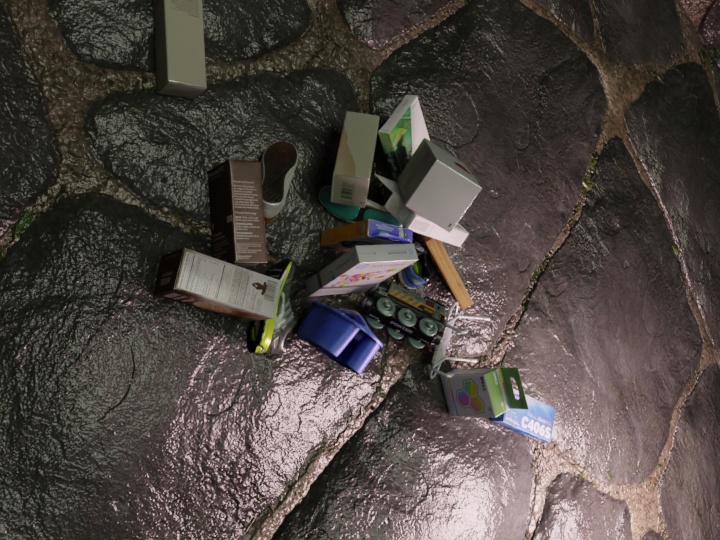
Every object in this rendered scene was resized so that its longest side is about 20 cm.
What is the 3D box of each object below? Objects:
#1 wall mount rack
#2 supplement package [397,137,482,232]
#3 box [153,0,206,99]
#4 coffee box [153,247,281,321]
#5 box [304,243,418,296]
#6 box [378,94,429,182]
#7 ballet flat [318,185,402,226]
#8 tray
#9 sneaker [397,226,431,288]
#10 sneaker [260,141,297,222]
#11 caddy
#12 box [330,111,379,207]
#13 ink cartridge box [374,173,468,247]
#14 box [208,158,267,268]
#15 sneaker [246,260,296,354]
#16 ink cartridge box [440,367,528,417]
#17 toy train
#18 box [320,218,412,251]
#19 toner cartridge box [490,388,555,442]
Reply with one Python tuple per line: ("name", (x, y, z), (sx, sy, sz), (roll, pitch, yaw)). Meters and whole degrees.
("wall mount rack", (0.235, 0.172, 1.550), (0.174, 0.074, 0.200), (-16, 125, -61))
("supplement package", (0.168, -0.190, 1.422), (0.121, 0.200, 0.120), (29, 110, -15))
("box", (-0.348, -0.440, 1.251), (0.082, 0.068, 0.201), (2, 82, -36))
("coffee box", (-0.265, 0.031, 1.209), (0.200, 0.114, 0.080), (20, 71, -32))
("box", (0.000, 0.000, 1.357), (0.156, 0.200, 0.041), (-3, 70, -38))
("box", (0.114, -0.292, 1.544), (0.144, 0.036, 0.200), (-57, 141, -29))
("ballet flat", (0.000, -0.139, 1.460), (0.200, 0.069, 0.070), (21, 69, -8))
("tray", (0.203, -0.009, 1.565), (0.037, 0.099, 0.200), (-30, 111, 4))
("sneaker", (0.114, -0.057, 1.523), (0.078, 0.089, 0.200), (-31, 99, -36))
("sneaker", (-0.181, -0.184, 1.347), (0.073, 0.085, 0.200), (17, 50, -7))
("caddy", (-0.040, 0.125, 1.319), (0.141, 0.200, 0.105), (41, 77, -27))
("box", (-0.011, -0.244, 1.412), (0.078, 0.095, 0.200), (9, 52, 0))
("ink cartridge box", (0.130, -0.136, 1.478), (0.200, 0.174, 0.044), (14, 116, -44))
("box", (-0.239, -0.106, 1.259), (0.075, 0.100, 0.201), (1, 81, -37))
("sneaker", (-0.167, 0.077, 1.311), (0.081, 0.074, 0.200), (25, 76, -38))
("ink cartridge box", (0.287, 0.286, 1.527), (0.059, 0.200, 0.104), (-15, 91, -39))
("toy train", (0.101, 0.095, 1.473), (0.200, 0.085, 0.114), (26, 47, -5))
("box", (0.017, -0.070, 1.382), (0.119, 0.200, 0.042), (11, 77, -36))
("toner cartridge box", (0.434, 0.382, 1.721), (0.200, 0.043, 0.095), (27, 66, -30))
